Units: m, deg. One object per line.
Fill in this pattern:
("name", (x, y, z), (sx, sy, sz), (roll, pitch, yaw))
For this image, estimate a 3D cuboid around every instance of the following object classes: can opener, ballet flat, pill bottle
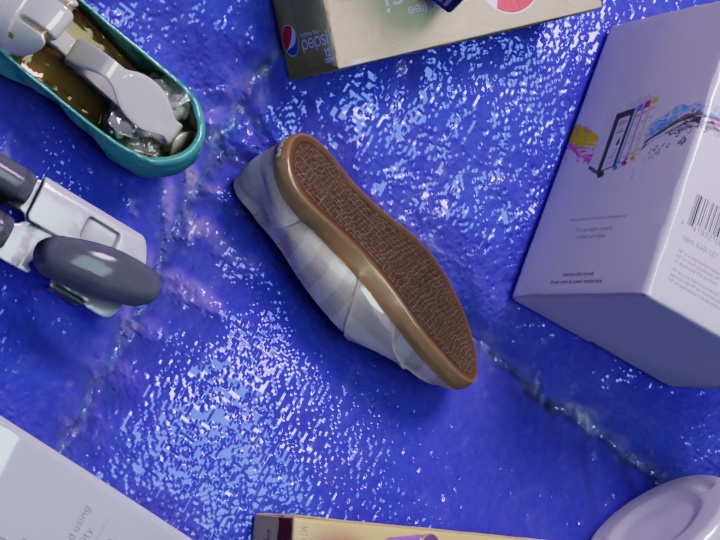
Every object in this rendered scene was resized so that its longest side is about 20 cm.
("can opener", (-0.195, -0.040, 1.198), (0.199, 0.067, 0.054), (32, 72, -25))
("ballet flat", (-0.160, -0.124, 1.219), (0.200, 0.070, 0.068), (39, 71, -23))
("pill bottle", (0.235, 0.241, 1.410), (0.112, 0.112, 0.201), (-39, 108, -25))

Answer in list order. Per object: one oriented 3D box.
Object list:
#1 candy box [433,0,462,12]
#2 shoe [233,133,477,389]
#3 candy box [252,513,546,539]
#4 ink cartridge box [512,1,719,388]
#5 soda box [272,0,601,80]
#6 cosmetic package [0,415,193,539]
("candy box", (0.029, -0.280, 1.290), (0.200, 0.077, 0.170), (40, 61, -6))
("shoe", (0.000, 0.000, 1.324), (0.200, 0.053, 0.070), (49, 34, -23))
("candy box", (0.029, 0.212, 1.325), (0.199, 0.056, 0.118), (9, 83, -31))
("ink cartridge box", (0.219, -0.045, 1.392), (0.147, 0.144, 0.201), (28, 75, -26))
("soda box", (0.046, -0.171, 1.344), (0.199, 0.064, 0.068), (-16, 96, -30))
("cosmetic package", (-0.211, 0.169, 1.104), (0.166, 0.200, 0.168), (35, 72, -23))
